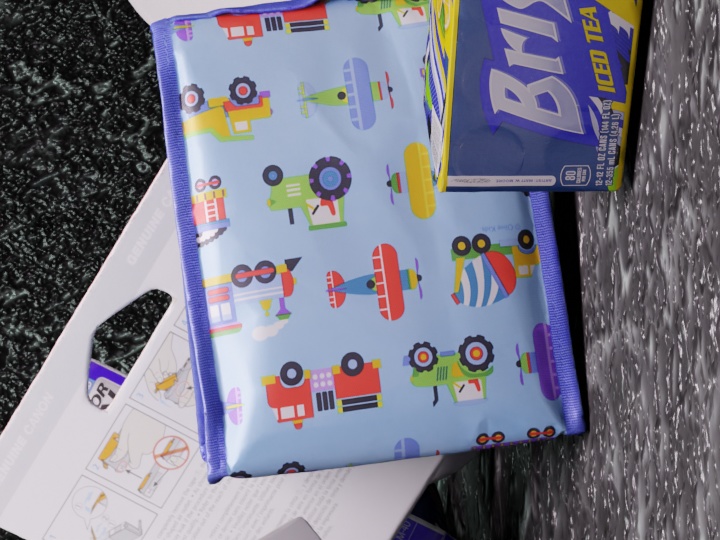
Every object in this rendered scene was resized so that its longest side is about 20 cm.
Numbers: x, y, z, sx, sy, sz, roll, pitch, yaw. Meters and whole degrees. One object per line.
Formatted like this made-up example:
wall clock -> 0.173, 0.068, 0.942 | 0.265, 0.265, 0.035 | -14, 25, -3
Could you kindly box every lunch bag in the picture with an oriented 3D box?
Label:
lunch bag -> -0.001, -0.027, 1.106 | 0.094, 0.150, 0.201 | -160, 63, -84

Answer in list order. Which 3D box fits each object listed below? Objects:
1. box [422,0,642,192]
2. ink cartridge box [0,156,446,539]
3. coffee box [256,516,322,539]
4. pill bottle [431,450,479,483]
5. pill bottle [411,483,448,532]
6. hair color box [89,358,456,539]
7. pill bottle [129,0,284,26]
box -> 0.062, -0.125, 0.944 | 0.064, 0.070, 0.201 | -97, 8, -54
ink cartridge box -> -0.050, 0.056, 1.185 | 0.201, 0.173, 0.044 | -58, 14, 11
coffee box -> -0.062, 0.264, 1.102 | 0.200, 0.197, 0.200 | 49, 142, 18
pill bottle -> 0.000, 0.000, 1.310 | 0.109, 0.108, 0.201 | -103, -2, -65
pill bottle -> 0.000, 0.189, 1.438 | 0.200, 0.111, 0.112 | -101, 11, -57
hair color box -> -0.045, 0.119, 1.315 | 0.065, 0.199, 0.109 | -61, -21, -7
pill bottle -> -0.026, -0.199, 1.308 | 0.200, 0.112, 0.113 | -58, -15, -33
